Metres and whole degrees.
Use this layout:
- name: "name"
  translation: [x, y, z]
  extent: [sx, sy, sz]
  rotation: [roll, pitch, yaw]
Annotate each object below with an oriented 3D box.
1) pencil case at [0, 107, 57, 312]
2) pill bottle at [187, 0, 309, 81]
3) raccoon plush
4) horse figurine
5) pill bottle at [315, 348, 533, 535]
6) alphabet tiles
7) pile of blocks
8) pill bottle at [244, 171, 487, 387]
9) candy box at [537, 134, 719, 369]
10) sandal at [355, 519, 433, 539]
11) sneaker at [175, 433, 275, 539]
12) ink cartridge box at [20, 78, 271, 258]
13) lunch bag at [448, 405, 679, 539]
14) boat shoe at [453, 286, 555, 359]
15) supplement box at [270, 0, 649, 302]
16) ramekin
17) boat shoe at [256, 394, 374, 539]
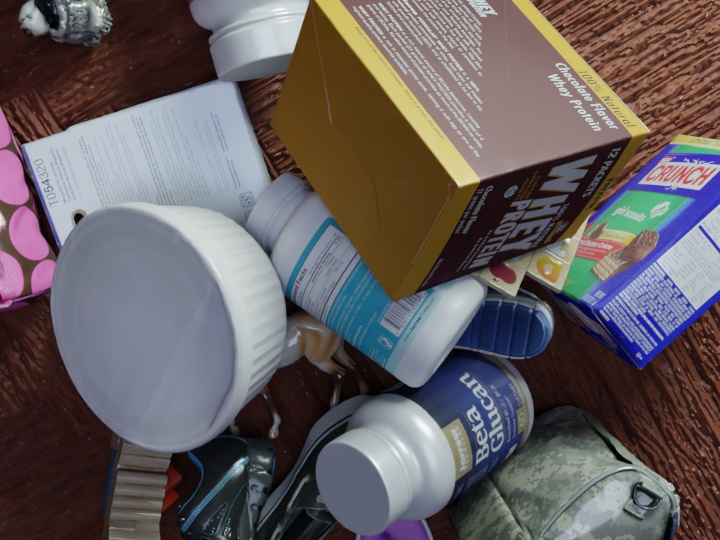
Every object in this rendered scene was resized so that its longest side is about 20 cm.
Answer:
- name: "pencil case"
  translation: [-0.326, -0.064, 0.818]
  extent: [0.090, 0.094, 0.201]
  rotation: [-18, 98, 16]
- name: "pill bottle"
  translation: [-0.098, -0.270, 0.791]
  extent: [0.113, 0.113, 0.201]
  rotation: [-14, 93, -3]
- name: "raccoon plush"
  translation: [-0.236, -0.289, 0.800]
  extent: [0.134, 0.097, 0.200]
  rotation: [37, 93, -17]
- name: "horse figurine"
  translation: [-0.065, 0.086, 0.886]
  extent: [0.199, 0.050, 0.133]
  rotation: [-13, 105, -1]
- name: "pill bottle"
  translation: [0.057, 0.148, 0.822]
  extent: [0.200, 0.111, 0.112]
  rotation: [-23, 103, -46]
- name: "alphabet tiles"
  translation: [0.119, -0.065, 0.821]
  extent: [0.166, 0.200, 0.006]
  rotation: [31, 138, 2]
- name: "pile of blocks"
  translation: [-0.197, 0.177, 0.872]
  extent: [0.062, 0.082, 0.201]
  rotation: [11, 82, -21]
- name: "pill bottle"
  translation: [0.000, 0.000, 0.798]
  extent: [0.200, 0.111, 0.111]
  rotation: [36, 94, 10]
- name: "candy box"
  translation: [0.269, -0.025, 0.837]
  extent: [0.200, 0.169, 0.077]
  rotation: [-41, 103, 1]
- name: "sandal"
  translation: [0.037, 0.324, 0.928]
  extent: [0.082, 0.050, 0.204]
  rotation: [-2, 98, -5]
- name: "sneaker"
  translation: [-0.130, 0.247, 0.848]
  extent: [0.081, 0.073, 0.201]
  rotation: [10, 65, -12]
- name: "ink cartridge box"
  translation: [-0.177, -0.054, 0.859]
  extent: [0.199, 0.043, 0.197]
  rotation: [-18, 101, 0]
- name: "lunch bag"
  translation: [0.188, 0.221, 0.851]
  extent: [0.139, 0.200, 0.168]
  rotation: [30, 96, -9]
- name: "boat shoe"
  translation: [0.081, 0.034, 0.875]
  extent: [0.199, 0.072, 0.073]
  rotation: [16, 107, 16]
- name: "supplement box"
  translation: [0.073, -0.113, 0.746]
  extent: [0.199, 0.133, 0.198]
  rotation: [-18, 62, -33]
- name: "ramekin"
  translation: [-0.150, 0.039, 0.774]
  extent: [0.201, 0.094, 0.204]
  rotation: [8, 105, 30]
- name: "boat shoe"
  translation: [-0.033, 0.208, 0.882]
  extent: [0.070, 0.064, 0.200]
  rotation: [27, 106, -31]
